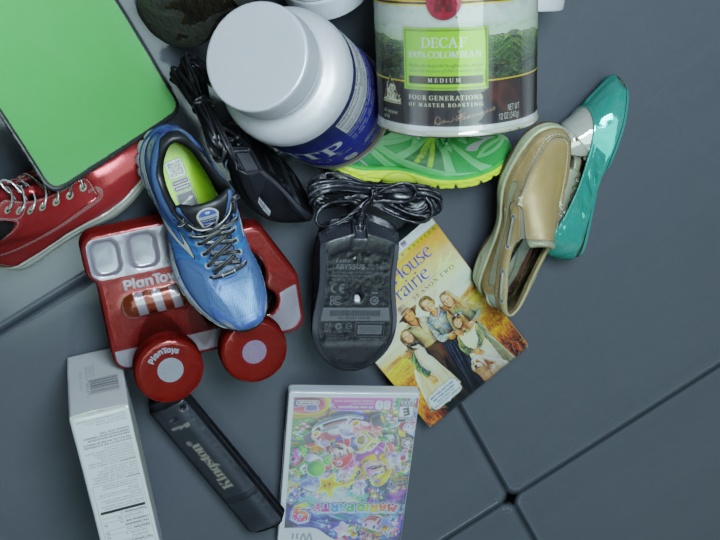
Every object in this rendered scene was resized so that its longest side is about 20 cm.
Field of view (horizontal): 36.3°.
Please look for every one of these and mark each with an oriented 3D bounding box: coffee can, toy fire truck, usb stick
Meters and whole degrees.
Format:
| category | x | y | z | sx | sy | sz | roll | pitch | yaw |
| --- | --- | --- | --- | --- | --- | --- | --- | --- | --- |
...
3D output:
| category | x | y | z | sx | sy | sz | roll | pitch | yaw |
| --- | --- | --- | --- | --- | --- | --- | --- | --- | --- |
| coffee can | 0.082 | -0.229 | 0.945 | 0.145 | 0.146 | 0.202 | -7 | 110 | -12 |
| toy fire truck | -0.158 | 0.020 | 1.062 | 0.198 | 0.112 | 0.169 | -13 | 113 | -11 |
| usb stick | -0.151 | 0.203 | 1.166 | 0.055 | 0.033 | 0.201 | -18 | 118 | 32 |

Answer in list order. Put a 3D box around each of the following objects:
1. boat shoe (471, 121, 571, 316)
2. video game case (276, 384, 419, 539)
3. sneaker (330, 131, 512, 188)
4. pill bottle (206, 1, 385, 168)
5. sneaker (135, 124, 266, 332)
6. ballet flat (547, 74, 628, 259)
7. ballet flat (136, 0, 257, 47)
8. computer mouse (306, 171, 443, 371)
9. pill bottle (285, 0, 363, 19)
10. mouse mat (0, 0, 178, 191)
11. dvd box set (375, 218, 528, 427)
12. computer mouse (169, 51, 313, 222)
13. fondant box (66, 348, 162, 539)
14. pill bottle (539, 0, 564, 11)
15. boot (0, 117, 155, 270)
| category | x | y | z | sx | sy | sz | roll | pitch | yaw |
| --- | --- | --- | --- | --- | --- | --- | --- | --- | --- |
| boat shoe | 0.173 | -0.046 | 1.099 | 0.071 | 0.076 | 0.202 | 1 | 121 | -21 |
| video game case | -0.016 | 0.218 | 1.206 | 0.142 | 0.018 | 0.202 | 2 | 114 | -10 |
| sneaker | 0.061 | -0.129 | 1.091 | 0.198 | 0.074 | 0.084 | 1 | 113 | -15 |
| pill bottle | -0.054 | -0.163 | 0.967 | 0.119 | 0.200 | 0.121 | -1 | 85 | 18 |
| sneaker | -0.141 | -0.035 | 0.979 | 0.078 | 0.089 | 0.201 | -28 | 100 | -13 |
| ballet flat | 0.221 | -0.107 | 1.143 | 0.070 | 0.067 | 0.202 | 6 | 108 | -22 |
| ballet flat | -0.133 | -0.242 | 0.949 | 0.067 | 0.199 | 0.047 | 44 | 62 | -23 |
| computer mouse | 0.000 | 0.000 | 1.095 | 0.137 | 0.053 | 0.202 | 5 | 107 | -14 |
| pill bottle | -0.055 | -0.311 | 0.935 | 0.119 | 0.120 | 0.200 | -33 | 148 | -2 |
| mouse mat | -0.263 | -0.190 | 0.961 | 0.161 | 0.008 | 0.201 | -41 | 107 | -34 |
| dvd box set | 0.072 | 0.054 | 1.181 | 0.146 | 0.029 | 0.200 | -39 | 114 | 1 |
| computer mouse | -0.119 | -0.118 | 1.037 | 0.046 | 0.141 | 0.200 | -32 | 153 | 11 |
| fondant box | -0.240 | 0.196 | 1.086 | 0.058 | 0.144 | 0.202 | -11 | 111 | -12 |
| pill bottle | 0.154 | -0.347 | 1.017 | 0.113 | 0.114 | 0.202 | -2 | 109 | -14 |
| boot | -0.273 | -0.076 | 0.978 | 0.199 | 0.144 | 0.073 | -38 | 81 | 0 |
